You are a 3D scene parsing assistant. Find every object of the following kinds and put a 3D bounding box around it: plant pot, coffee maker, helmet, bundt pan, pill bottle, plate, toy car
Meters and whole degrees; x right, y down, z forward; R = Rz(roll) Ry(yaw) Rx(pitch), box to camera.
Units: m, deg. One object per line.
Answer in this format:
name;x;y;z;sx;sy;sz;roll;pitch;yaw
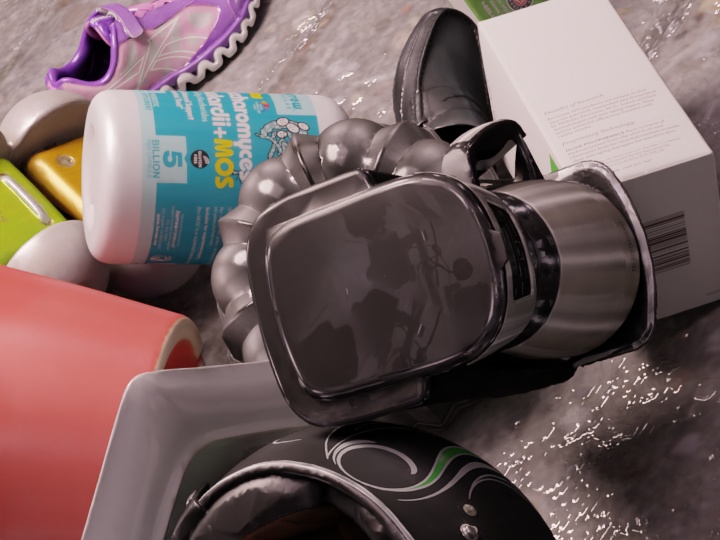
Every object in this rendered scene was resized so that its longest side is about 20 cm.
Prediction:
plant pot;-0.196;0.090;1.478;0.177;0.201;0.201;5;49;10
coffee maker;0.032;0.022;1.237;0.192;0.200;0.135;-45;70;24
helmet;0.012;0.171;1.206;0.199;0.191;0.201;-3;83;29
bundt pan;0.000;0.000;1.423;0.201;0.076;0.203;-3;76;14
pill bottle;-0.074;-0.059;1.546;0.199;0.111;0.111;0;35;-15
plate;-0.080;0.146;1.275;0.032;0.199;0.201;22;103;28
toy car;-0.219;-0.018;1.654;0.200;0.150;0.175;-21;54;-43

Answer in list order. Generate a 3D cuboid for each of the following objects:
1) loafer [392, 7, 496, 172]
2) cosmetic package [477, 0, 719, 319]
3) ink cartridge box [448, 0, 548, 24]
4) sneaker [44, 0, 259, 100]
loafer;0.059;-0.080;1.517;0.070;0.068;0.201;-36;44;52
cosmetic package;0.141;-0.068;1.413;0.085;0.108;0.200;-18;36;-6
ink cartridge box;0.124;-0.268;1.622;0.200;0.146;0.084;-40;34;0
sneaker;-0.161;-0.175;1.830;0.200;0.089;0.080;-47;35;-12
